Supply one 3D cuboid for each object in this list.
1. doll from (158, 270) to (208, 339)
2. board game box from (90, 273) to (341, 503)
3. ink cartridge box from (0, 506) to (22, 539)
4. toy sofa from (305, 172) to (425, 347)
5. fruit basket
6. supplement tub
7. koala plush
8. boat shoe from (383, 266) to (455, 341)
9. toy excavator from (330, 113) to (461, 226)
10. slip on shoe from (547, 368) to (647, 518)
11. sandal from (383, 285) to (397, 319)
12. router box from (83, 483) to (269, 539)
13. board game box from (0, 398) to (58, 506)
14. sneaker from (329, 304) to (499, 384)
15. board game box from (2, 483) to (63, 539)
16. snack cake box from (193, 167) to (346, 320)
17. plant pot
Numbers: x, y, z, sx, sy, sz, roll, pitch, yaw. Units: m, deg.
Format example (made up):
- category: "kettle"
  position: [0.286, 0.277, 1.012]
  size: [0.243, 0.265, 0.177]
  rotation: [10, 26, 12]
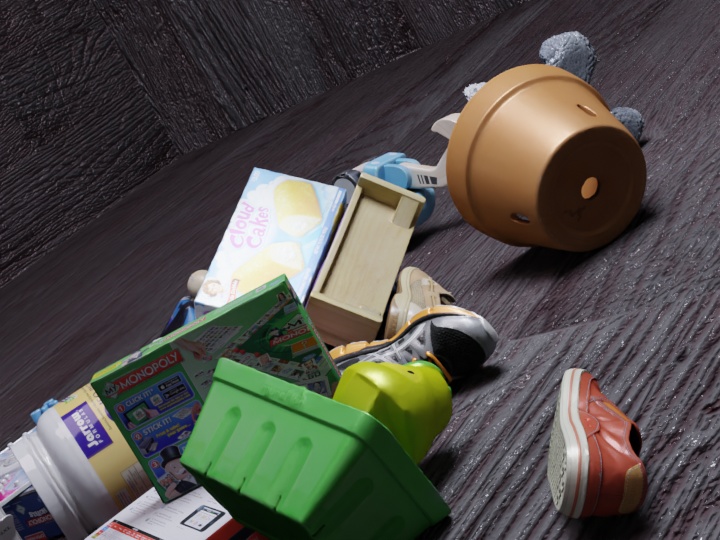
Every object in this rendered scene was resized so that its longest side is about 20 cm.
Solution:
- category: "doll"
  position: [-0.234, 0.092, 1.677]
  size: [0.201, 0.048, 0.136]
  rotation: [-61, 16, -1]
- category: "board game box"
  position: [-0.123, 0.108, 1.201]
  size: [0.199, 0.135, 0.029]
  rotation: [-27, 14, 5]
- category: "ink cartridge box"
  position: [-0.427, 0.301, 1.351]
  size: [0.128, 0.126, 0.199]
  rotation: [-39, 17, -34]
- category: "toy sofa"
  position: [0.000, 0.000, 1.460]
  size: [0.098, 0.082, 0.201]
  rotation: [112, 179, -51]
- category: "fruit basket"
  position: [-0.012, 0.127, 1.060]
  size: [0.215, 0.156, 0.216]
  rotation: [-22, 39, 19]
- category: "supplement tub"
  position: [-0.244, 0.178, 1.378]
  size: [0.199, 0.146, 0.145]
  rotation: [-33, 15, -15]
- category: "koala plush"
  position: [0.217, -0.186, 1.695]
  size: [0.184, 0.178, 0.200]
  rotation: [-43, 20, -11]
- category: "boat shoe"
  position: [0.066, 0.046, 1.408]
  size: [0.064, 0.072, 0.200]
  rotation: [9, 15, 5]
- category: "toy excavator"
  position: [0.068, -0.114, 1.758]
  size: [0.199, 0.196, 0.100]
  rotation: [8, 22, 30]
- category: "slip on shoe"
  position: [0.167, 0.123, 0.944]
  size: [0.061, 0.075, 0.200]
  rotation: [8, 13, 4]
- category: "sandal"
  position: [0.010, 0.028, 1.577]
  size: [0.087, 0.080, 0.200]
  rotation: [13, 25, 19]
- category: "router box"
  position: [-0.138, 0.224, 1.205]
  size: [0.179, 0.049, 0.200]
  rotation: [-36, 15, -25]
- category: "board game box"
  position: [-0.397, 0.214, 1.548]
  size: [0.200, 0.026, 0.200]
  rotation: [-38, 16, -30]
- category: "sneaker"
  position: [0.043, 0.098, 1.258]
  size: [0.199, 0.078, 0.077]
  rotation: [-25, 27, 30]
- category: "board game box"
  position: [-0.369, 0.246, 1.561]
  size: [0.199, 0.062, 0.200]
  rotation: [-21, 15, 30]
- category: "snack cake box"
  position: [-0.097, -0.011, 1.480]
  size: [0.114, 0.067, 0.201]
  rotation: [14, 54, 8]
- category: "plant pot"
  position: [0.211, -0.107, 1.417]
  size: [0.199, 0.201, 0.140]
  rotation: [-32, 31, -12]
